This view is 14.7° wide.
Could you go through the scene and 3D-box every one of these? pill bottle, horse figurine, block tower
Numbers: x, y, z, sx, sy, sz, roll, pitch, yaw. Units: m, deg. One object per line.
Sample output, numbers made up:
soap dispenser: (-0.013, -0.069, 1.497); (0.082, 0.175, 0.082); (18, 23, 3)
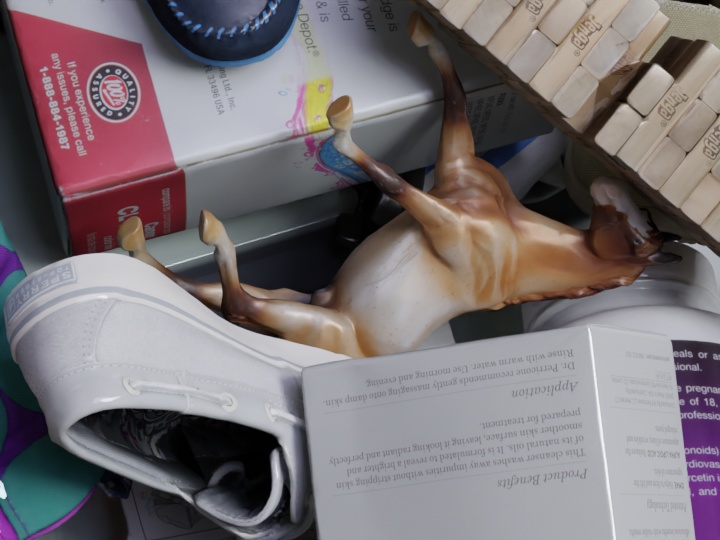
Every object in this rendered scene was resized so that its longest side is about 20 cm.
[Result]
pill bottle: (0.110, 0.093, 1.035); (0.112, 0.112, 0.201); (8, 58, -23)
horse figurine: (0.000, 0.000, 1.011); (0.133, 0.200, 0.050); (48, 10, -33)
block tower: (0.092, -0.069, 0.988); (0.200, 0.058, 0.054); (39, 91, -11)

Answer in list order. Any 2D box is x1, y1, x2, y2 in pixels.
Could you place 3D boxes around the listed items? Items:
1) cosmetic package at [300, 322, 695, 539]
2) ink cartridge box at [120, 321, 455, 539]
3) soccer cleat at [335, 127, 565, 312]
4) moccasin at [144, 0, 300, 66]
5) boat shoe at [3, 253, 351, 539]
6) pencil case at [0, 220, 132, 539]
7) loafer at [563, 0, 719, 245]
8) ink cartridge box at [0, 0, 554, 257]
cosmetic package: (0.053, 0.124, 0.926); (0.081, 0.112, 0.201); (7, 77, -63)
ink cartridge box: (-0.014, 0.121, 1.048); (0.160, 0.050, 0.201); (-9, 69, -28)
soccer cleat: (0.049, -0.076, 1.140); (0.086, 0.070, 0.201); (22, 69, -22)
moccasin: (-0.063, -0.173, 0.996); (0.080, 0.068, 0.201); (-10, 73, -6)
boat shoe: (-0.041, 0.058, 0.952); (0.200, 0.072, 0.069); (39, 29, -51)
pencil case: (-0.155, 0.007, 0.943); (0.085, 0.093, 0.201); (-22, 118, 5)
loafer: (0.120, -0.073, 1.113); (0.075, 0.069, 0.200); (7, 27, -5)
ink cartridge box: (-0.034, -0.104, 1.055); (0.199, 0.083, 0.146); (-14, 74, -8)
